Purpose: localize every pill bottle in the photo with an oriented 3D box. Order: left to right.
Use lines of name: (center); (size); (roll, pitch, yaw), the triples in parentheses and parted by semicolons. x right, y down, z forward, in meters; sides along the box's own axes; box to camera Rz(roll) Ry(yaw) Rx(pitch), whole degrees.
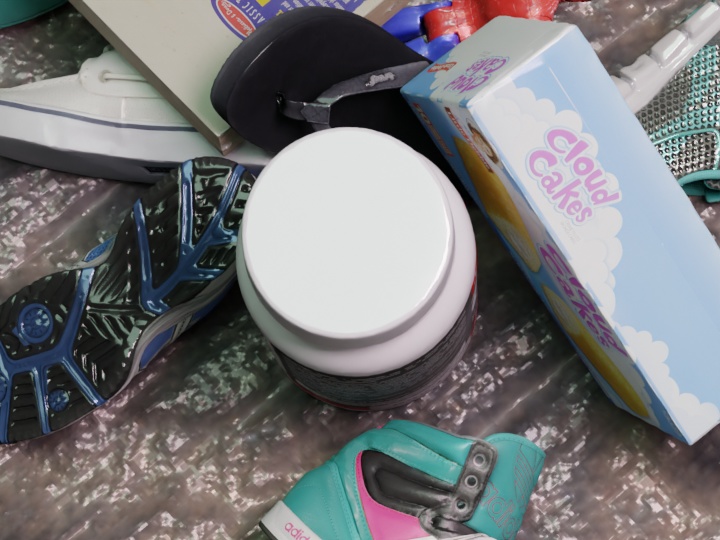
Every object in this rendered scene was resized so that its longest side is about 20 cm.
pill bottle: (0.000, 0.000, 1.265); (0.113, 0.200, 0.115); (0, 80, 2)

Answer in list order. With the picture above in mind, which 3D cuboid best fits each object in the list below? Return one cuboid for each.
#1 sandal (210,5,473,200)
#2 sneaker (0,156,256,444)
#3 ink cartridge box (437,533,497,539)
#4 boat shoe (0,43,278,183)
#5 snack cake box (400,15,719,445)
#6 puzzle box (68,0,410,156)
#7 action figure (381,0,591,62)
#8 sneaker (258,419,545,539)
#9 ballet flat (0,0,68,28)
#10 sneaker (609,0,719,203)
sandal: (0.015, -0.080, 1.318); (0.043, 0.199, 0.076); (44, 115, 46)
sneaker: (-0.121, 0.022, 1.348); (0.199, 0.077, 0.076); (-36, 79, 9)
ink cartridge box: (0.013, 0.235, 1.181); (0.200, 0.083, 0.147); (-47, 66, 28)
boat shoe: (-0.113, -0.087, 1.374); (0.198, 0.071, 0.070); (5, 78, 20)
snack cake box: (0.112, -0.022, 1.269); (0.067, 0.115, 0.201); (-36, 105, -6)
puzzle box: (-0.087, -0.167, 1.354); (0.133, 0.025, 0.200); (-39, 70, -13)
action figure: (0.048, -0.117, 1.401); (0.199, 0.099, 0.066); (-18, 68, 21)
sneaker: (0.060, 0.142, 1.278); (0.200, 0.084, 0.121); (39, 84, 19)
ballet flat: (-0.231, -0.155, 1.433); (0.199, 0.072, 0.072); (-29, 68, -9)
sneaker: (0.179, -0.081, 1.375); (0.200, 0.078, 0.091); (-38, 86, -8)
